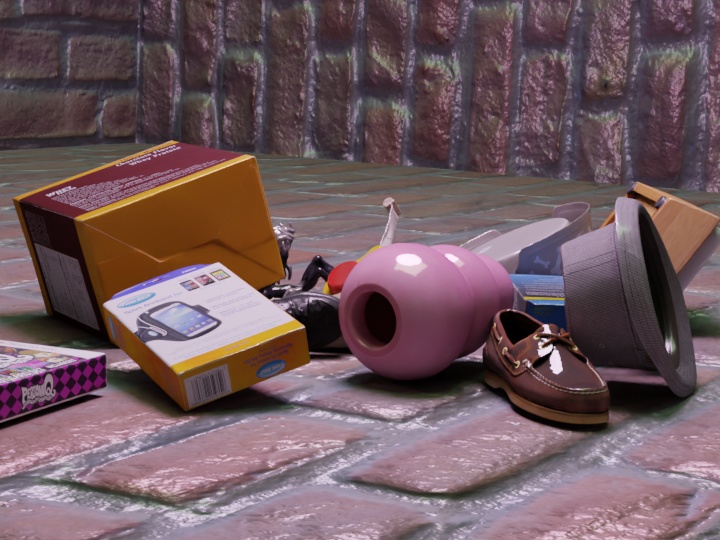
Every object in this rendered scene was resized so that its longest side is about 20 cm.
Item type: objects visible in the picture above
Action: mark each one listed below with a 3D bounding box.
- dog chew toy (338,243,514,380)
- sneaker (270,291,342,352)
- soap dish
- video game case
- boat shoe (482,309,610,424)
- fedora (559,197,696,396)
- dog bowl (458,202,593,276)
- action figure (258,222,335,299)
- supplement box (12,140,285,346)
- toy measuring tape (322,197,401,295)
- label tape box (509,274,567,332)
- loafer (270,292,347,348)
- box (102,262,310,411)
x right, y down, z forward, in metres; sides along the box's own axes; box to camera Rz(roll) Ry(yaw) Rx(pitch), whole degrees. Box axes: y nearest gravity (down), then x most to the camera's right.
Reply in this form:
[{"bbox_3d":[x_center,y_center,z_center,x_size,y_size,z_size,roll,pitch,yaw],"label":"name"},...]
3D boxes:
[{"bbox_3d":[0.071,0.030,1.478,0.124,0.125,0.200,9,13,37],"label":"dog chew toy"},{"bbox_3d":[-0.105,0.059,1.497,0.199,0.060,0.104,-2,10,-6],"label":"sneaker"},{"bbox_3d":[0.317,-0.020,1.804,0.081,0.158,0.200,37,6,-8],"label":"soap dish"},{"bbox_3d":[-0.334,0.089,1.292,0.180,0.036,0.200,5,9,25],"label":"video game case"},{"bbox_3d":[0.155,0.080,1.376,0.070,0.071,0.200,3,9,-21],"label":"boat shoe"},{"bbox_3d":[0.230,0.030,1.432,0.090,0.178,0.200,-14,-26,19],"label":"fedora"},{"bbox_3d":[0.175,-0.010,1.805,0.199,0.059,0.200,-23,8,3],"label":"dog bowl"},{"bbox_3d":[-0.087,-0.004,1.778,0.199,0.103,0.119,5,9,-8],"label":"action figure"},{"bbox_3d":[-0.220,-0.034,1.651,0.197,0.133,0.200,-23,20,-27],"label":"supplement box"},{"bbox_3d":[0.000,0.000,1.708,0.073,0.074,0.201,3,43,7],"label":"toy measuring tape"},{"bbox_3d":[0.227,0.051,1.610,0.143,0.064,0.200,3,8,-2],"label":"label tape box"},{"bbox_3d":[-0.002,0.042,1.589,0.199,0.069,0.076,5,7,10],"label":"loafer"},{"bbox_3d":[-0.141,0.050,1.391,0.119,0.042,0.200,-20,25,-22],"label":"box"}]
